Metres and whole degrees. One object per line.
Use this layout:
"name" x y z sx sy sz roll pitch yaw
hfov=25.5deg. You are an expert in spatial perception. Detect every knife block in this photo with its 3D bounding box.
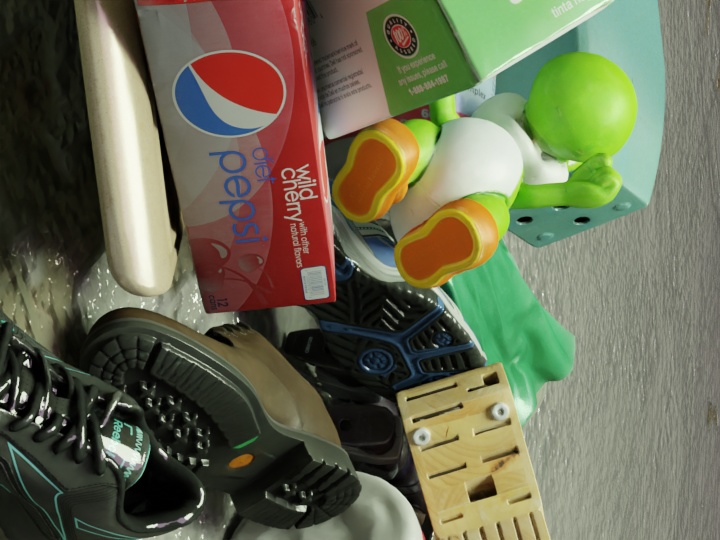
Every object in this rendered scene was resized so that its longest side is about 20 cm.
"knife block" 0.072 0.143 0.959 0.176 0.063 0.202 -108 -178 -80

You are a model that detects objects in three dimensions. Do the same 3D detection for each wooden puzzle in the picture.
"wooden puzzle" -0.100 -0.097 0.698 0.200 0.037 0.187 -86 171 -79

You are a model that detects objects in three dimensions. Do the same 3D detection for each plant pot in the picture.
"plant pot" 0.120 -0.130 1.067 0.141 0.140 0.202 29 49 -48

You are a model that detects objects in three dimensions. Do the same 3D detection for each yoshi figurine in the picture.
"yoshi figurine" 0.081 -0.068 0.837 0.200 0.111 0.114 -30 122 -52

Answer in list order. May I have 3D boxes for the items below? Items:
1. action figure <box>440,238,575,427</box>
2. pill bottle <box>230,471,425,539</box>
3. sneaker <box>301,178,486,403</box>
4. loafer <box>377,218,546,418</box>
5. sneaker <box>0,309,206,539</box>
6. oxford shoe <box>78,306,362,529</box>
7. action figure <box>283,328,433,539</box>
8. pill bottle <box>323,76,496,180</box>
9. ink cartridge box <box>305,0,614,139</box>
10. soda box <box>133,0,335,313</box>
"action figure" 0.062 0.013 0.953 0.118 0.054 0.201 -54 136 -30
"pill bottle" 0.003 0.217 0.895 0.111 0.110 0.201 -67 148 -44
"sneaker" 0.000 0.000 0.876 0.200 0.075 0.077 43 29 -26
"loafer" 0.056 0.029 1.043 0.072 0.063 0.200 -51 131 -12
"sneaker" -0.129 0.051 0.624 0.200 0.078 0.076 56 40 -51
"oxford shoe" -0.076 0.060 0.787 0.200 0.072 0.085 44 21 -52
"action figure" 0.014 0.107 0.992 0.200 0.069 0.131 58 30 -58
"pill bottle" 0.032 -0.146 0.984 0.109 0.108 0.202 34 57 -63
"ink cartridge box" -0.002 -0.171 0.668 0.084 0.146 0.201 -32 100 -23
"soda box" -0.050 -0.074 0.666 0.201 0.063 0.070 84 2 -48
